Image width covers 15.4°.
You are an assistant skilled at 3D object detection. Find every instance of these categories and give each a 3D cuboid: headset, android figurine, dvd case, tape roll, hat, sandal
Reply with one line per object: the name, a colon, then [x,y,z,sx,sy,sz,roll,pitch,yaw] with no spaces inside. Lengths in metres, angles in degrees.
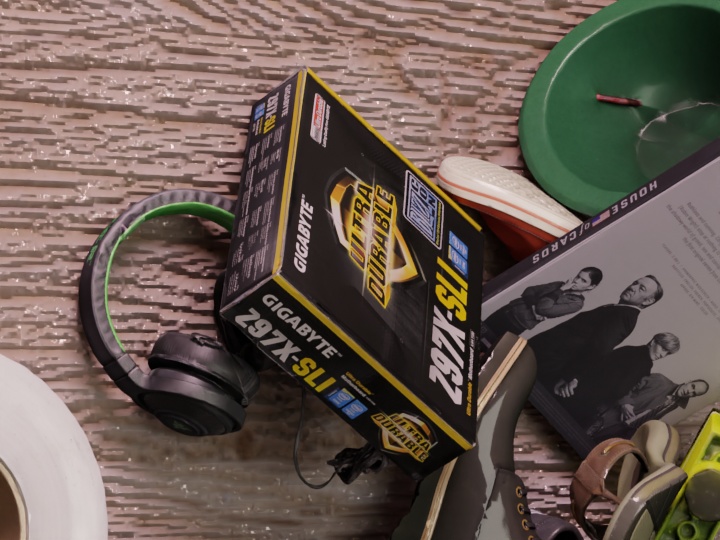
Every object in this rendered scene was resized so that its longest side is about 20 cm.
headset: [-0.065,0.042,1.491,0.200,0.094,0.124,48,65,-9]
android figurine: [0.201,0.150,1.611,0.041,0.200,0.182,27,95,7]
dvd case: [0.179,0.023,1.600,0.150,0.200,0.025,47,22,-27]
tape roll: [-0.236,0.137,1.392,0.202,0.071,0.203,2,87,-33]
hat: [0.218,-0.071,1.685,0.200,0.166,0.176,-27,144,7]
sandal: [0.149,0.131,1.549,0.057,0.201,0.080,26,100,1]

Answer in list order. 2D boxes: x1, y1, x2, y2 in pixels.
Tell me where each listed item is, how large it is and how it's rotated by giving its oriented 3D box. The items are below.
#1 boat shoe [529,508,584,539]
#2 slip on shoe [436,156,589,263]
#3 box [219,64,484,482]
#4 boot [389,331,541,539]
boat shoe: [0.116,0.245,1.612,0.070,0.066,0.201,2,86,-32]
slip on shoe: [0.124,-0.005,1.632,0.200,0.074,0.061,33,100,-22]
box: [0.000,0.000,1.499,0.160,0.049,0.200,44,29,-25]
boot: [0.096,0.151,1.569,0.138,0.077,0.200,25,86,2]
